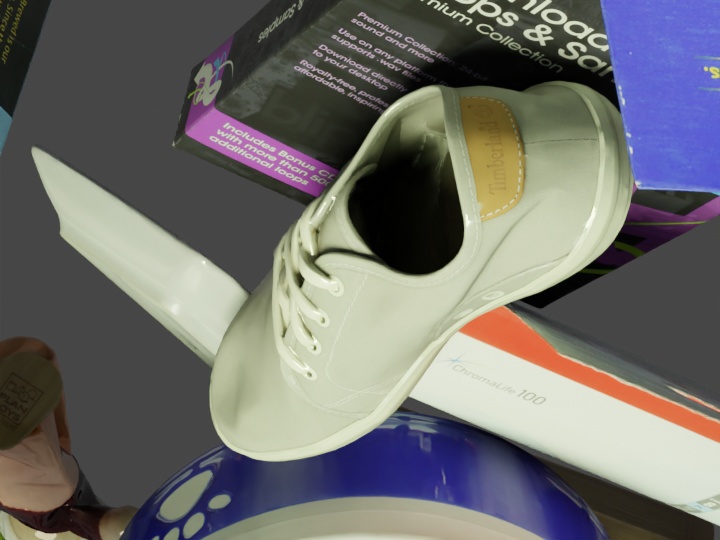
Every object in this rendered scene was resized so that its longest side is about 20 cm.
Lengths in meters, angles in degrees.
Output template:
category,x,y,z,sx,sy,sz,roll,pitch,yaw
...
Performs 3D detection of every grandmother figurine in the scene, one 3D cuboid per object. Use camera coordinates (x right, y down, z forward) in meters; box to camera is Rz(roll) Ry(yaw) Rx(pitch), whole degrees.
category,x,y,z,sx,sy,sz,roll,pitch,yaw
grandmother figurine,-0.146,0.088,1.032,0.121,0.061,0.200,36,162,16

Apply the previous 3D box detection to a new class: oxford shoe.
category,x,y,z,sx,sy,sz,roll,pitch,yaw
oxford shoe,0.000,0.000,0.680,0.058,0.075,0.200,3,155,-33

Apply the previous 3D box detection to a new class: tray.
category,x,y,z,sx,sy,sz,roll,pitch,yaw
tray,-0.041,0.030,0.845,0.107,0.022,0.200,33,171,41

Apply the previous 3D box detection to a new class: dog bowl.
category,x,y,z,sx,sy,sz,roll,pitch,yaw
dog bowl,0.002,0.151,0.810,0.200,0.079,0.200,-1,120,-2

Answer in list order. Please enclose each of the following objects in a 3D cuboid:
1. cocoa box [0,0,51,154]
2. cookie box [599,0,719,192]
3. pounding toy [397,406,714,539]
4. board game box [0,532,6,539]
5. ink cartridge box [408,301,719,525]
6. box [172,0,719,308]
category,x,y,z,sx,sy,sz,roll,pitch,yaw
cocoa box,-0.192,-0.034,0.641,0.133,0.200,0.131,-4,149,33
cookie box,0.128,-0.102,0.467,0.171,0.075,0.200,4,141,18
pounding toy,0.022,0.185,0.977,0.184,0.200,0.142,21,154,-15
board game box,-0.143,0.140,0.809,0.102,0.048,0.200,48,155,39
ink cartridge box,0.082,0.050,0.755,0.160,0.047,0.200,24,-177,-21
box,0.050,-0.055,0.675,0.143,0.036,0.200,24,151,-20
